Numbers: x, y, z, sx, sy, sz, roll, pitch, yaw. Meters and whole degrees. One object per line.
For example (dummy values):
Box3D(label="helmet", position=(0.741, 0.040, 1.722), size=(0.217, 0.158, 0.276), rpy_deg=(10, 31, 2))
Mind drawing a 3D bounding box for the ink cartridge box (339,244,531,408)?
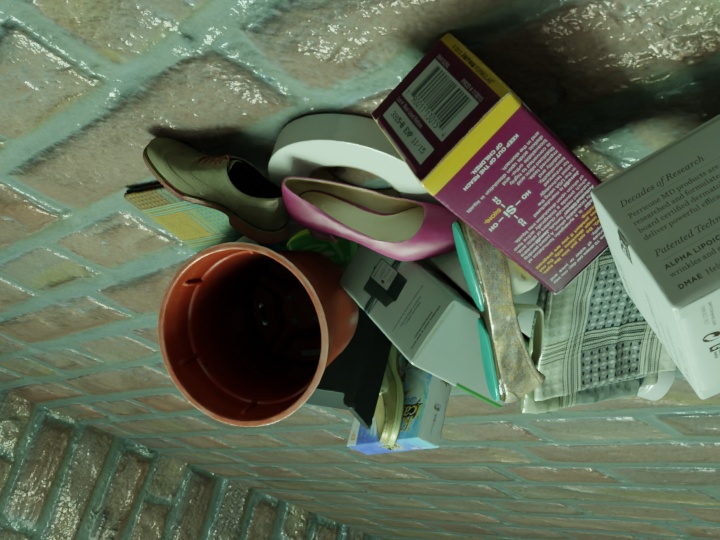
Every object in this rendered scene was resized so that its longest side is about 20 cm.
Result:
Box3D(label="ink cartridge box", position=(0.083, 0.048, 1.001), size=(0.146, 0.083, 0.200), rpy_deg=(29, -170, -33))

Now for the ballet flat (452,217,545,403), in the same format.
Box3D(label="ballet flat", position=(0.138, 0.031, 0.861), size=(0.067, 0.068, 0.200), rpy_deg=(-16, 114, -2))

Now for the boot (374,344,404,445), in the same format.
Box3D(label="boot", position=(-0.017, 0.168, 1.343), size=(0.154, 0.200, 0.072), rpy_deg=(7, 136, -14))

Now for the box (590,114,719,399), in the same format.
Box3D(label="box", position=(0.323, -0.023, 0.741), size=(0.200, 0.131, 0.199), rpy_deg=(-30, 143, 9))

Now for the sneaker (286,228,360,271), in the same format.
Box3D(label="sneaker", position=(0.000, 0.000, 1.155), size=(0.200, 0.084, 0.074), rpy_deg=(19, 156, -6))

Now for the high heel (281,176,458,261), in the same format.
Box3D(label="high heel", position=(0.016, -0.064, 0.943), size=(0.200, 0.067, 0.096), rpy_deg=(11, 157, 25))

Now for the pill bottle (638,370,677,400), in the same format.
Box3D(label="pill bottle", position=(0.299, 0.100, 1.161), size=(0.200, 0.112, 0.111), rpy_deg=(18, 156, -8))

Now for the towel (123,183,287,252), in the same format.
Box3D(label="towel", position=(-0.205, -0.061, 1.225), size=(0.146, 0.022, 0.200), rpy_deg=(-6, 147, 37))

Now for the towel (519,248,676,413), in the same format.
Box3D(label="towel", position=(0.266, 0.059, 0.951), size=(0.192, 0.035, 0.200), rpy_deg=(-9, 120, -23))

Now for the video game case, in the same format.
Box3D(label="video game case", position=(0.067, 0.191, 1.414), size=(0.045, 0.182, 0.200), rpy_deg=(26, 154, -25))

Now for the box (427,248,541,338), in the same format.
Box3D(label="box", position=(0.187, 0.011, 0.987), size=(0.200, 0.098, 0.124), rpy_deg=(33, -172, -33))

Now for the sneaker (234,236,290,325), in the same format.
Box3D(label="sneaker", position=(-0.159, 0.042, 1.242), size=(0.111, 0.077, 0.200), rpy_deg=(50, 142, 6))

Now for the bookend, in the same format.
Box3D(label="bookend", position=(-0.064, 0.103, 1.279), size=(0.198, 0.200, 0.092), rpy_deg=(5, 154, 21))

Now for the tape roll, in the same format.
Box3D(label="tape roll", position=(-0.001, -0.100, 0.993), size=(0.202, 0.037, 0.203), rpy_deg=(12, 156, 6))

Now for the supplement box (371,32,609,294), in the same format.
Box3D(label="supplement box", position=(0.124, -0.091, 0.787), size=(0.103, 0.131, 0.200), rpy_deg=(-46, 126, 13))

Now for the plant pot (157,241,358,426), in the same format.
Box3D(label="plant pot", position=(-0.099, 0.057, 1.052), size=(0.200, 0.201, 0.195), rpy_deg=(8, -171, 17))

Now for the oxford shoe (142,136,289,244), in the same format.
Box3D(label="oxford shoe", position=(-0.159, -0.110, 1.019), size=(0.200, 0.070, 0.075), rpy_deg=(29, 137, 11))
